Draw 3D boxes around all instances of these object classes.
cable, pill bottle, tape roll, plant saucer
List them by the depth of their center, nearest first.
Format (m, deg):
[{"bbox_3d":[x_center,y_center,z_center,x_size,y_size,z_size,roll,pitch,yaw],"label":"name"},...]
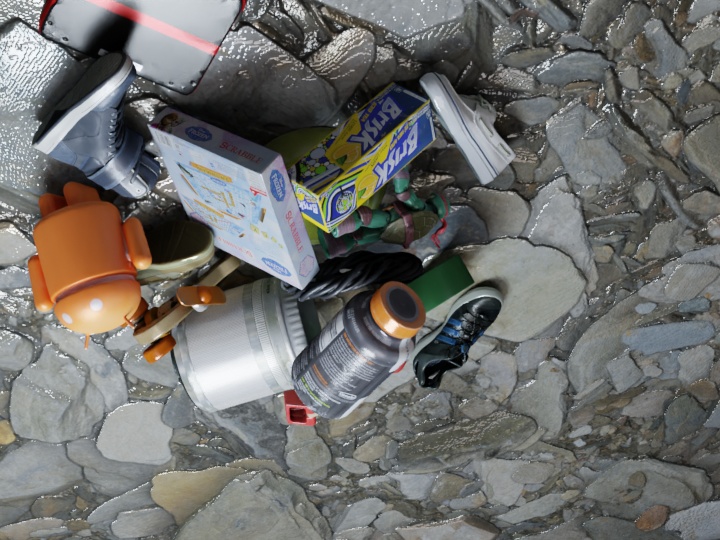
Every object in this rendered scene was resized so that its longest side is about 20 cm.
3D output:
[{"bbox_3d":[0.001,0.098,1.387,0.105,0.107,0.200,19,135,-27],"label":"pill bottle"},{"bbox_3d":[0.000,0.000,1.429,0.197,0.052,0.163,-11,-179,-26],"label":"cable"},{"bbox_3d":[-0.060,-0.102,1.448,0.196,0.031,0.202,-6,135,-6],"label":"plant saucer"},{"bbox_3d":[0.065,0.049,1.521,0.199,0.049,0.200,-32,178,-1],"label":"tape roll"}]

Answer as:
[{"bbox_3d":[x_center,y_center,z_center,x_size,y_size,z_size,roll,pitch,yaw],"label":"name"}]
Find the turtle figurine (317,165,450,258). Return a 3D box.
[{"bbox_3d":[0.045,-0.079,1.415,0.197,0.101,0.151,-19,142,-20],"label":"turtle figurine"}]

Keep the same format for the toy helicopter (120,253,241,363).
[{"bbox_3d":[-0.225,0.031,1.452,0.132,0.200,0.079,-25,105,48],"label":"toy helicopter"}]

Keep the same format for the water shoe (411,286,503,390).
[{"bbox_3d":[0.156,0.110,1.666,0.071,0.080,0.200,21,128,-28],"label":"water shoe"}]

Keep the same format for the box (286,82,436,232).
[{"bbox_3d":[0.002,-0.140,1.317,0.200,0.070,0.065,-43,142,-22],"label":"box"}]

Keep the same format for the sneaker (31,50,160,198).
[{"bbox_3d":[-0.282,-0.168,1.287,0.145,0.078,0.201,34,140,-25],"label":"sneaker"}]

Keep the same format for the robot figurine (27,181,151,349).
[{"bbox_3d":[-0.344,-0.009,1.374,0.142,0.203,0.117,-14,169,-25],"label":"robot figurine"}]

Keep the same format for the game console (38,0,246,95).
[{"bbox_3d":[-0.243,-0.297,1.224,0.198,0.031,0.177,20,135,-26],"label":"game console"}]

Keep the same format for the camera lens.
[{"bbox_3d":[-0.162,0.103,1.544,0.197,0.162,0.161,-16,136,7],"label":"camera lens"}]

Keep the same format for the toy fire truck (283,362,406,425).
[{"bbox_3d":[-0.020,0.156,1.637,0.196,0.142,0.049,-6,137,-4],"label":"toy fire truck"}]

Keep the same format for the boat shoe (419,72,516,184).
[{"bbox_3d":[0.139,-0.194,1.374,0.066,0.074,0.200,-36,141,4],"label":"boat shoe"}]

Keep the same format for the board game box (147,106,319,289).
[{"bbox_3d":[-0.156,-0.089,1.346,0.041,0.198,0.201,-46,143,-26],"label":"board game box"}]

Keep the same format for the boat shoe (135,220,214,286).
[{"bbox_3d":[-0.268,-0.013,1.452,0.198,0.074,0.063,-14,139,27],"label":"boat shoe"}]
